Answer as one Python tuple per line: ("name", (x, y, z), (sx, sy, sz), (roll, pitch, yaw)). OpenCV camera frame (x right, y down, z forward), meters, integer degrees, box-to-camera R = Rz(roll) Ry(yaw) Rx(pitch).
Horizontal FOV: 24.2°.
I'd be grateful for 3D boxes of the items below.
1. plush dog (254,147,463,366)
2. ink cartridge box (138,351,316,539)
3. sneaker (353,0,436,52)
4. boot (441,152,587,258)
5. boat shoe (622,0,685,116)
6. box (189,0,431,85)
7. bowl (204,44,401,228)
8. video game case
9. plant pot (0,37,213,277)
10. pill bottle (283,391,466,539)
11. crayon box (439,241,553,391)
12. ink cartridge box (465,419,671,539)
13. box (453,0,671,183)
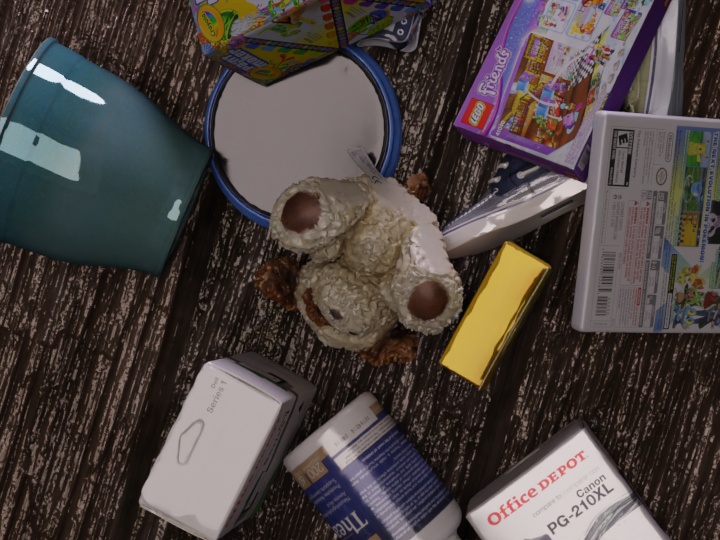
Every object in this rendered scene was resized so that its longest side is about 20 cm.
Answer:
("plush dog", (0.000, 0.000, 1.597), (0.199, 0.161, 0.172), (33, 124, 0))
("ink cartridge box", (-0.120, 0.161, 1.573), (0.084, 0.200, 0.147), (26, 94, 6))
("sneaker", (0.070, -0.277, 1.611), (0.198, 0.070, 0.110), (-15, 84, 14))
("boot", (0.153, -0.089, 1.612), (0.198, 0.073, 0.091), (-25, 75, 3))
("boat shoe", (0.273, -0.180, 1.597), (0.061, 0.072, 0.203), (3, 82, 22))
("box", (-0.065, -0.312, 1.560), (0.191, 0.122, 0.202), (-21, 74, 21))
("bowl", (-0.059, -0.137, 1.644), (0.198, 0.039, 0.203), (0, 90, 7))
("video game case", (0.287, -0.042, 1.557), (0.180, 0.022, 0.203), (1, 99, -24))
("plant pot", (-0.247, -0.092, 1.597), (0.186, 0.200, 0.202), (23, 93, -3))
("pill bottle", (0.026, 0.226, 1.601), (0.111, 0.111, 0.201), (-39, 86, 6))
("crayon box", (0.127, 0.039, 1.542), (0.050, 0.200, 0.128), (29, 93, 6))
("ink cartridge box", (0.212, 0.265, 1.592), (0.144, 0.084, 0.201), (-37, 86, 5))
("box", (0.190, -0.197, 1.573), (0.136, 0.039, 0.202), (24, 84, 31))
